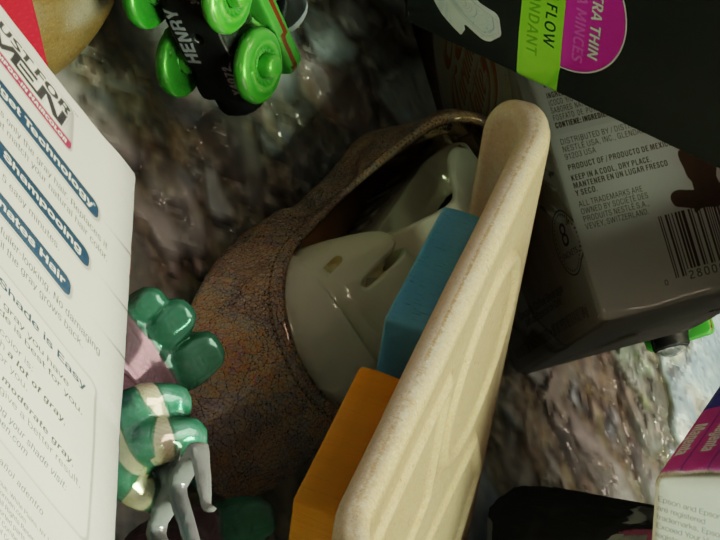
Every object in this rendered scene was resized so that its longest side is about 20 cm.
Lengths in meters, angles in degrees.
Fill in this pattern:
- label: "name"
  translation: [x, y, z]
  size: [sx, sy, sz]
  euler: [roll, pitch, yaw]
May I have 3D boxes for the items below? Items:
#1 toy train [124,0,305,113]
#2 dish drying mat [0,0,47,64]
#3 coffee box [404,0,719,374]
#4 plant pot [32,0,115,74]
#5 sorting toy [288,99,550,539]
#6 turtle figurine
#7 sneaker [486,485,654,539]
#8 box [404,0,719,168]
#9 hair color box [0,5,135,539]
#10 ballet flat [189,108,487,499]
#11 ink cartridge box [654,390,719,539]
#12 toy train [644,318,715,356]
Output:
- label: "toy train"
  translation: [-0.061, -0.130, 0.792]
  size: [0.056, 0.042, 0.200]
  euler: [-61, 143, -34]
- label: "dish drying mat"
  translation: [-0.119, -0.075, 0.746]
  size: [0.077, 0.018, 0.200]
  euler: [-19, 98, -49]
- label: "coffee box"
  translation: [0.076, -0.075, 0.979]
  size: [0.080, 0.114, 0.200]
  euler: [-14, 81, -15]
- label: "plant pot"
  translation: [-0.128, -0.151, 0.810]
  size: [0.200, 0.027, 0.200]
  euler: [35, 45, -43]
- label: "sorting toy"
  translation: [0.008, 0.074, 0.786]
  size: [0.200, 0.036, 0.185]
  euler: [-69, 171, -46]
- label: "turtle figurine"
  translation: [-0.071, 0.091, 0.683]
  size: [0.200, 0.100, 0.150]
  euler: [-70, 164, -64]
- label: "sneaker"
  translation: [0.068, 0.132, 0.916]
  size: [0.200, 0.080, 0.087]
  euler: [-24, 123, -65]
- label: "box"
  translation: [0.130, -0.121, 0.808]
  size: [0.124, 0.200, 0.149]
  euler: [-38, 144, -39]
- label: "hair color box"
  translation: [-0.105, 0.008, 0.622]
  size: [0.100, 0.060, 0.200]
  euler: [54, 17, -29]
- label: "ballet flat"
  translation: [0.000, 0.000, 0.878]
  size: [0.068, 0.067, 0.200]
  euler: [57, 34, -18]
- label: "ink cartridge box"
  translation: [0.142, 0.057, 0.872]
  size: [0.196, 0.043, 0.200]
  euler: [-46, 143, -51]
- label: "toy train"
  translation: [0.105, -0.060, 1.103]
  size: [0.056, 0.042, 0.200]
  euler: [13, 61, -65]
